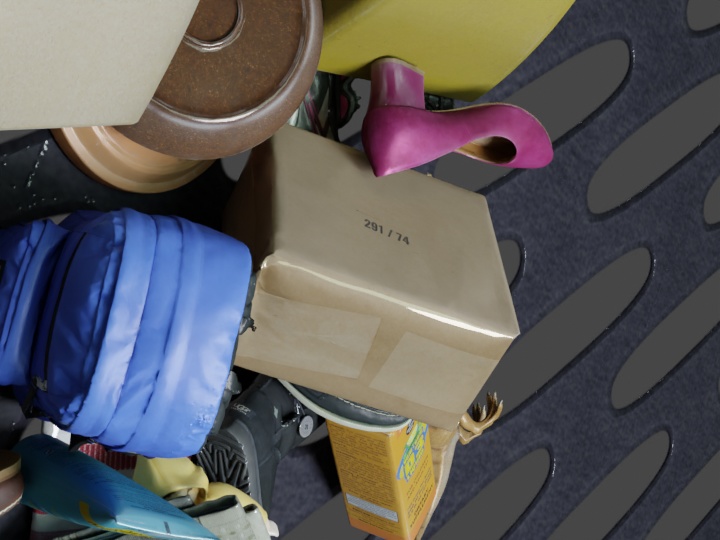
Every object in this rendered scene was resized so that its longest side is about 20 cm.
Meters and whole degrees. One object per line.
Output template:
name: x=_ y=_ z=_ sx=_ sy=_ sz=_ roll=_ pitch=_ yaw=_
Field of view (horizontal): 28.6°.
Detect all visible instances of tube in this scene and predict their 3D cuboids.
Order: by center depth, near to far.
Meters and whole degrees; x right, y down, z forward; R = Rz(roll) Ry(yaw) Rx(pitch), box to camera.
tube: x=-0.171 y=0.148 z=0.924 sx=0.077 sy=0.199 sz=0.051 roll=13 pitch=86 yaw=-37

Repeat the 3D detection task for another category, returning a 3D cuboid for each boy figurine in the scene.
boy figurine: x=-0.121 y=0.209 z=1.067 sx=0.123 sy=0.065 sz=0.202 roll=-20 pitch=126 yaw=-15

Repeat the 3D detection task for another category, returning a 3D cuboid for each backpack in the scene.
backpack: x=-0.163 y=0.041 z=0.917 sx=0.166 sy=0.199 sz=0.165 roll=11 pitch=88 yaw=-26

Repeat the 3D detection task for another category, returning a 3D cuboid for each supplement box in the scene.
supplement box: x=0.020 y=0.160 z=1.226 sx=0.067 sy=0.068 sz=0.201 roll=-59 pitch=155 yaw=-30

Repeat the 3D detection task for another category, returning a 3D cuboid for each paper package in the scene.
paper package: x=0.000 y=0.000 z=1.049 sx=0.198 sy=0.192 sz=0.104 roll=18 pitch=124 yaw=-18

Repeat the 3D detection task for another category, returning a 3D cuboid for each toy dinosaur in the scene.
toy dinosaur: x=0.080 y=0.157 z=1.368 sx=0.105 sy=0.060 sz=0.203 roll=-8 pitch=100 yaw=-23

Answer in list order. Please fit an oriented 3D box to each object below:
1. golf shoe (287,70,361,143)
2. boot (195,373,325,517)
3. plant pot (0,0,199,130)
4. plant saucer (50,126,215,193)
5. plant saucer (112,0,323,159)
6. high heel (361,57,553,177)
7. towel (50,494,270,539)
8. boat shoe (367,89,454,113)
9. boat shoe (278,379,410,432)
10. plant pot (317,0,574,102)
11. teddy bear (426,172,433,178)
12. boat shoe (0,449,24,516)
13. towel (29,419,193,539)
golf shoe: x=-0.045 y=-0.089 z=1.153 sx=0.087 sy=0.077 sz=0.203 roll=-11 pitch=103 yaw=-29
boot: x=-0.061 y=0.139 z=1.184 sx=0.200 sy=0.065 sz=0.167 roll=-47 pitch=151 yaw=-49
plant pot: x=-0.211 y=-0.187 z=0.842 sx=0.199 sy=0.198 sz=0.179 roll=-8 pitch=116 yaw=-48
plant saucer: x=-0.149 y=-0.157 z=1.032 sx=0.199 sy=0.032 sz=0.203 roll=-13 pitch=107 yaw=-47
plant saucer: x=-0.111 y=-0.180 z=0.980 sx=0.198 sy=0.034 sz=0.203 roll=1 pitch=87 yaw=-24
high heel: x=0.081 y=-0.091 z=1.115 sx=0.199 sy=0.067 sz=0.097 roll=23 pitch=61 yaw=-42
towel: x=-0.147 y=0.249 z=1.033 sx=0.035 sy=0.190 sz=0.202 roll=-100 pitch=175 yaw=-54
boat shoe: x=0.047 y=-0.144 z=1.184 sx=0.074 sy=0.064 sz=0.201 roll=85 pitch=15 yaw=-44
boat shoe: x=-0.033 y=0.054 z=1.105 sx=0.199 sy=0.066 sz=0.075 roll=38 pitch=58 yaw=-2
plant pot: x=0.066 y=-0.266 z=1.080 sx=0.198 sy=0.176 sz=0.203 roll=6 pitch=73 yaw=-37
teddy bear: x=0.050 y=0.013 z=1.248 sx=0.145 sy=0.066 sz=0.203 roll=114 pitch=-19 yaw=-74
boat shoe: x=-0.303 y=0.172 z=0.896 sx=0.198 sy=0.070 sz=0.071 roll=-18 pitch=105 yaw=-38
towel: x=-0.183 y=0.126 z=1.064 sx=0.143 sy=0.023 sz=0.203 roll=4 pitch=94 yaw=-48
